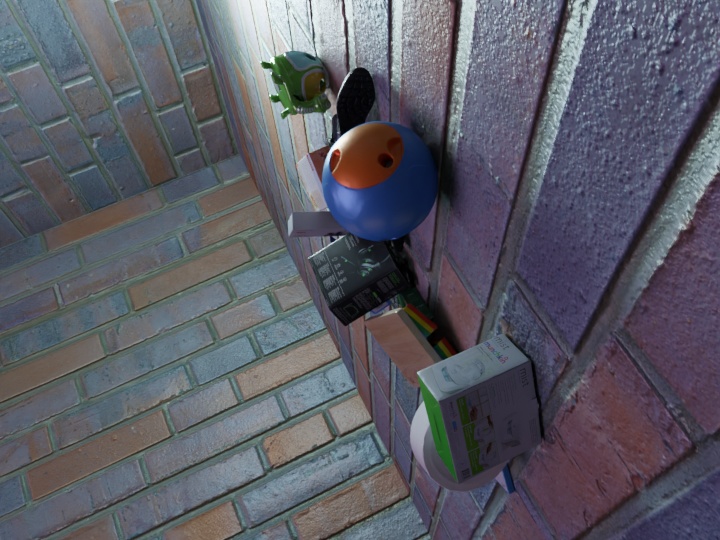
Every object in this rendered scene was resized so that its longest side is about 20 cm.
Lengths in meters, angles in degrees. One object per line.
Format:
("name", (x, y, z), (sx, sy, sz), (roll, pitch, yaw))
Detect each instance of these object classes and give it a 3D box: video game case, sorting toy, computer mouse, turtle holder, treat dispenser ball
("video game case", (0.285, 0.404, 1.601), (0.200, 0.018, 0.144), (41, 153, 66))
("sorting toy", (0.123, 0.163, 1.568), (0.199, 0.069, 0.200), (52, 158, -5))
("computer mouse", (0.098, -0.043, 1.563), (0.059, 0.034, 0.201), (-103, -8, -52))
("turtle holder", (-0.143, -0.441, 1.622), (0.185, 0.131, 0.142), (-137, 26, -62))
("treat dispenser ball", (0.033, -0.152, 1.184), (0.202, 0.199, 0.201), (62, 168, 23))

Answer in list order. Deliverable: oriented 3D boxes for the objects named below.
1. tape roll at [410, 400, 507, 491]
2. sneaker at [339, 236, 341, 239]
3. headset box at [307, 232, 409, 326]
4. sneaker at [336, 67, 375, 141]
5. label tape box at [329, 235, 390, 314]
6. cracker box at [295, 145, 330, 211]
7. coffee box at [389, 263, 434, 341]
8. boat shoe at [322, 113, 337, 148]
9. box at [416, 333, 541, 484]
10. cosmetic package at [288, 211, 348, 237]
("tape roll", (0.202, 0.327, 1.366), (0.204, 0.201, 0.071), (70, 168, -15))
("sneaker", (-0.029, -0.091, 1.946), (0.080, 0.070, 0.202), (149, 98, -79))
("headset box", (0.000, 0.000, 1.650), (0.093, 0.199, 0.175), (51, -171, -50))
("sneaker", (-0.022, -0.325, 1.392), (0.201, 0.075, 0.088), (100, 162, -44))
("label tape box", (-0.001, -0.003, 1.816), (0.143, 0.066, 0.201), (32, -144, -42))
("cracker box", (-0.095, -0.221, 1.704), (0.135, 0.057, 0.200), (68, 168, -6))
("coffee box", (0.114, 0.081, 1.685), (0.123, 0.044, 0.201), (81, 162, -52))
("boat shoe", (-0.049, -0.291, 1.660), (0.075, 0.061, 0.201), (59, 167, 32))
("box", (0.211, 0.241, 1.202), (0.097, 0.175, 0.201), (-129, 19, -56))
("cosmetic package", (-0.087, -0.122, 1.821), (0.151, 0.198, 0.052), (145, 122, -79))
